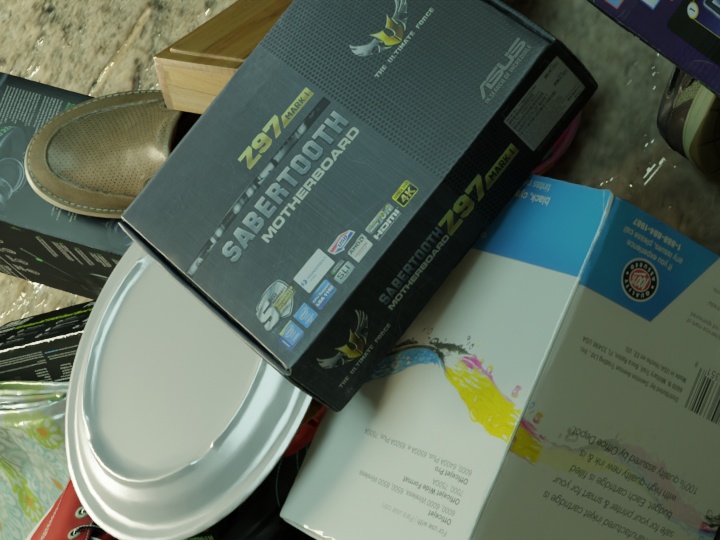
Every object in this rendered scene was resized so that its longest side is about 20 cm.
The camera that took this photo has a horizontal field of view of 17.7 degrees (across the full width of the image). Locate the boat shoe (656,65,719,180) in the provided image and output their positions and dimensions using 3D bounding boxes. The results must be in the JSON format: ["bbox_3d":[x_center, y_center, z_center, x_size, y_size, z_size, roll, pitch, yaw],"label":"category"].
[{"bbox_3d":[0.207,-0.145,1.164,0.065,0.073,0.201,34,96,49],"label":"boat shoe"}]

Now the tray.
[{"bbox_3d":[-0.013,-0.146,1.299,0.098,0.037,0.200,12,37,38],"label":"tray"}]

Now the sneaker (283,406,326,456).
[{"bbox_3d":[0.014,0.010,1.221,0.078,0.115,0.201,46,125,26],"label":"sneaker"}]

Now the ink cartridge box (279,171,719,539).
[{"bbox_3d":[0.087,0.071,1.114,0.144,0.147,0.201,17,81,54],"label":"ink cartridge box"}]

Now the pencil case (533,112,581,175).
[{"bbox_3d":[0.043,-0.113,1.340,0.088,0.087,0.200,-61,36,3],"label":"pencil case"}]

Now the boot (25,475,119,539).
[{"bbox_3d":[-0.123,0.122,1.233,0.200,0.072,0.144,-57,9,8],"label":"boot"}]

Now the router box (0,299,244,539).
[{"bbox_3d":[-0.148,0.096,1.393,0.199,0.150,0.062,-13,17,48],"label":"router box"}]

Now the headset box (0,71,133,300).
[{"bbox_3d":[-0.167,-0.043,1.428,0.199,0.174,0.093,16,78,16],"label":"headset box"}]

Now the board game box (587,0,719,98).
[{"bbox_3d":[0.224,-0.165,1.086,0.200,0.165,0.057,-54,-8,12],"label":"board game box"}]

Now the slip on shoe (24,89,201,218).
[{"bbox_3d":[-0.101,-0.068,1.294,0.199,0.061,0.076,5,76,19],"label":"slip on shoe"}]

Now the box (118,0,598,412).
[{"bbox_3d":[-0.005,-0.055,1.107,0.200,0.051,0.158,-50,46,0],"label":"box"}]

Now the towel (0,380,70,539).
[{"bbox_3d":[-0.187,0.157,1.383,0.171,0.201,0.048,-1,24,46],"label":"towel"}]

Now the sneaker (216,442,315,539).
[{"bbox_3d":[-0.013,0.094,1.282,0.200,0.075,0.079,-45,57,9],"label":"sneaker"}]

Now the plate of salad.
[{"bbox_3d":[-0.079,0.047,1.184,0.200,0.048,0.201,-24,53,37],"label":"plate of salad"}]
